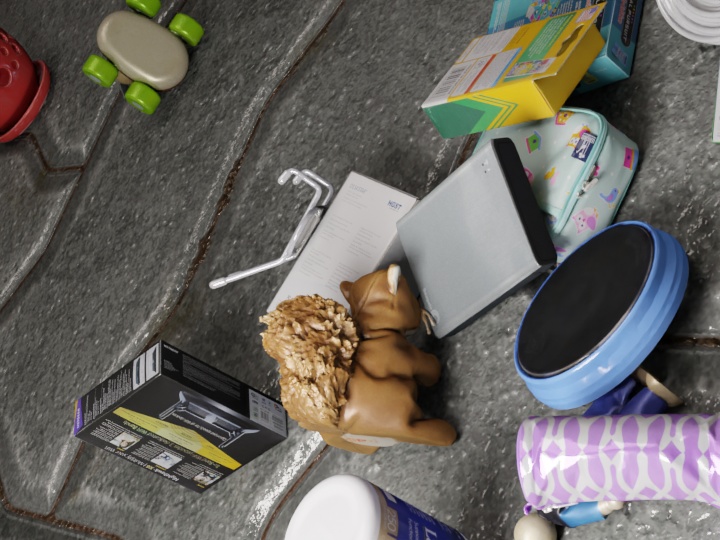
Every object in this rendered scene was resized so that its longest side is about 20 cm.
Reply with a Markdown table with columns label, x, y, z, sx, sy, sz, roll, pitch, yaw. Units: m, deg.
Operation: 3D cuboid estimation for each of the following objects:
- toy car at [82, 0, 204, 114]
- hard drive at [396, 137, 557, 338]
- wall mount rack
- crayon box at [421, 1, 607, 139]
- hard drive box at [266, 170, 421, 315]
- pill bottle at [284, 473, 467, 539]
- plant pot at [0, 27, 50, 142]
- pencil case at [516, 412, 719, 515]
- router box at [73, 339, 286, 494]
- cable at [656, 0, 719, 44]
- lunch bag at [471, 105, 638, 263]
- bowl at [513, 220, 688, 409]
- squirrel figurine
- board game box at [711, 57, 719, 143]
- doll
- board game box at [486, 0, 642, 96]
| label | x | y | z | sx | sy | sz | roll | pitch | yaw |
| --- | --- | --- | --- | --- | --- | --- | --- | --- | --- |
| toy car | -0.360 | -0.345 | 2.492 | 0.165 | 0.157 | 0.200 | -59 | 5 | -11 |
| hard drive | 0.117 | -0.030 | 1.575 | 0.200 | 0.033 | 0.141 | -41 | 64 | 53 |
| wall mount rack | -0.100 | -0.040 | 1.841 | 0.175 | 0.074 | 0.200 | -59 | -4 | 6 |
| crayon box | 0.174 | -0.212 | 1.622 | 0.199 | 0.052 | 0.126 | -8 | 37 | 50 |
| hard drive box | 0.000 | 0.000 | 1.759 | 0.201 | 0.077 | 0.156 | -58 | 34 | -2 |
| pill bottle | 0.035 | 0.273 | 1.376 | 0.115 | 0.199 | 0.117 | -31 | 42 | 33 |
| plant pot | -0.701 | -0.353 | 2.845 | 0.200 | 0.182 | 0.202 | -31 | 41 | 32 |
| pencil case | 0.226 | 0.164 | 1.277 | 0.198 | 0.084 | 0.086 | -5 | 80 | 24 |
| router box | -0.209 | 0.175 | 1.767 | 0.157 | 0.199 | 0.053 | -34 | 43 | 29 |
| cable | 0.377 | -0.322 | 1.498 | 0.199 | 0.069 | 0.202 | -17 | 76 | 52 |
| lunch bag | 0.190 | -0.091 | 1.593 | 0.199 | 0.077 | 0.161 | 18 | 76 | 57 |
| bowl | 0.223 | 0.037 | 1.435 | 0.201 | 0.039 | 0.201 | -44 | 20 | 21 |
| squirrel figurine | -0.003 | 0.082 | 1.582 | 0.141 | 0.199 | 0.189 | -17 | 61 | 52 |
| board game box | 0.400 | -0.211 | 1.376 | 0.152 | 0.040 | 0.202 | 13 | 100 | 51 |
| doll | 0.207 | 0.177 | 1.375 | 0.201 | 0.048 | 0.136 | -52 | 33 | 6 |
| board game box | 0.226 | -0.265 | 1.721 | 0.199 | 0.047 | 0.152 | -14 | 52 | 45 |
